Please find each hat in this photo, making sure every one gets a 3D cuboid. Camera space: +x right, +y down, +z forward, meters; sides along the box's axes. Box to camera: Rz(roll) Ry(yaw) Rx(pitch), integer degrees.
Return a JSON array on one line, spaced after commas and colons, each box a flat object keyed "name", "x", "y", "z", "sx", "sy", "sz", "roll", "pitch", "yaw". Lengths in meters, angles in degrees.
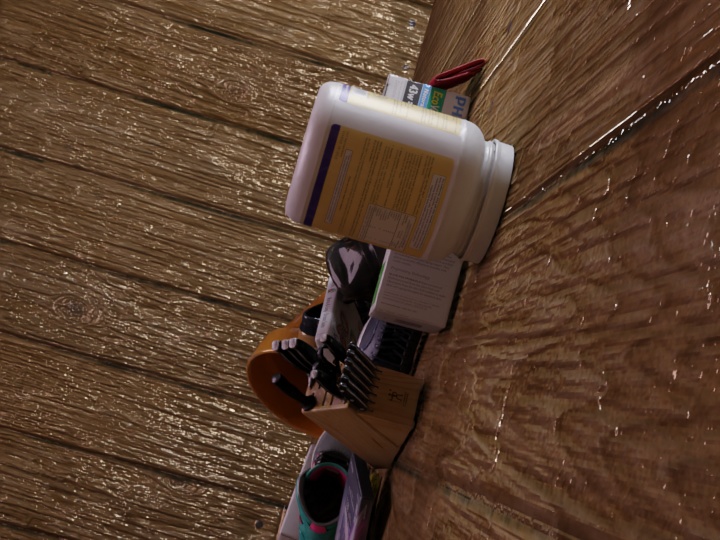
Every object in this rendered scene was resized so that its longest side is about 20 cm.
[{"name": "hat", "x": 0.000, "y": 0.000, "z": 1.680, "sx": 0.201, "sy": 0.081, "sz": 0.201, "roll": 158, "pitch": 90, "yaw": -87}]

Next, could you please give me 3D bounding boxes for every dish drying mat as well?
[{"name": "dish drying mat", "x": 0.134, "y": -0.277, "z": 1.827, "sx": 0.200, "sy": 0.077, "sz": 0.018, "roll": -118, "pitch": 7, "yaw": -86}]

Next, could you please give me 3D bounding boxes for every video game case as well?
[{"name": "video game case", "x": -0.010, "y": 0.128, "z": 1.712, "sx": 0.182, "sy": 0.024, "sz": 0.200, "roll": -79, "pitch": -29, "yaw": -62}, {"name": "video game case", "x": -0.016, "y": 0.330, "z": 1.484, "sx": 0.143, "sy": 0.019, "sz": 0.200, "roll": -110, "pitch": 31, "yaw": -77}]

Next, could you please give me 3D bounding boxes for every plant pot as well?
[{"name": "plant pot", "x": -0.043, "y": 0.128, "z": 1.935, "sx": 0.183, "sy": 0.200, "sz": 0.200, "roll": -56, "pitch": -8, "yaw": -36}]

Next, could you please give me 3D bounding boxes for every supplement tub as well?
[{"name": "supplement tub", "x": 0.038, "y": -0.093, "z": 1.253, "sx": 0.145, "sy": 0.200, "sz": 0.145, "roll": -163, "pitch": 90, "yaw": -87}]

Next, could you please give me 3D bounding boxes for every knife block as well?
[{"name": "knife block", "x": -0.027, "y": 0.145, "z": 1.436, "sx": 0.200, "sy": 0.175, "sz": 0.064, "roll": 110, "pitch": 176, "yaw": -61}]

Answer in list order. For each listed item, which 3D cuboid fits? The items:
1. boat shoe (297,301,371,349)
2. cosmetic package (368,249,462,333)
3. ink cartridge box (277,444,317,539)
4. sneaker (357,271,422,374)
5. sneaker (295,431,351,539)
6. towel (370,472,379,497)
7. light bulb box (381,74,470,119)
[{"name": "boat shoe", "x": -0.008, "y": 0.057, "z": 1.832, "sx": 0.200, "sy": 0.075, "sz": 0.062, "roll": -24, "pitch": -57, "yaw": -34}, {"name": "cosmetic package", "x": 0.076, "y": -0.038, "z": 1.391, "sx": 0.108, "sy": 0.085, "sz": 0.200, "roll": 108, "pitch": 176, "yaw": -82}, {"name": "ink cartridge box", "x": -0.065, "y": 0.355, "z": 1.789, "sx": 0.200, "sy": 0.084, "sz": 0.145, "roll": 107, "pitch": -178, "yaw": -58}, {"name": "sneaker", "x": 0.043, "y": 0.069, "z": 1.509, "sx": 0.146, "sy": 0.077, "sz": 0.202, "roll": -79, "pitch": 6, "yaw": -88}, {"name": "sneaker", "x": -0.038, "y": 0.265, "z": 1.633, "sx": 0.121, "sy": 0.084, "sz": 0.200, "roll": 100, "pitch": 180, "yaw": -54}, {"name": "towel", "x": -0.006, "y": 0.333, "z": 1.635, "sx": 0.200, "sy": 0.018, "sz": 0.086, "roll": 109, "pitch": -178, "yaw": -59}, {"name": "light bulb box", "x": 0.063, "y": -0.147, "z": 1.839, "sx": 0.200, "sy": 0.125, "sz": 0.198, "roll": 112, "pitch": 173, "yaw": -74}]
